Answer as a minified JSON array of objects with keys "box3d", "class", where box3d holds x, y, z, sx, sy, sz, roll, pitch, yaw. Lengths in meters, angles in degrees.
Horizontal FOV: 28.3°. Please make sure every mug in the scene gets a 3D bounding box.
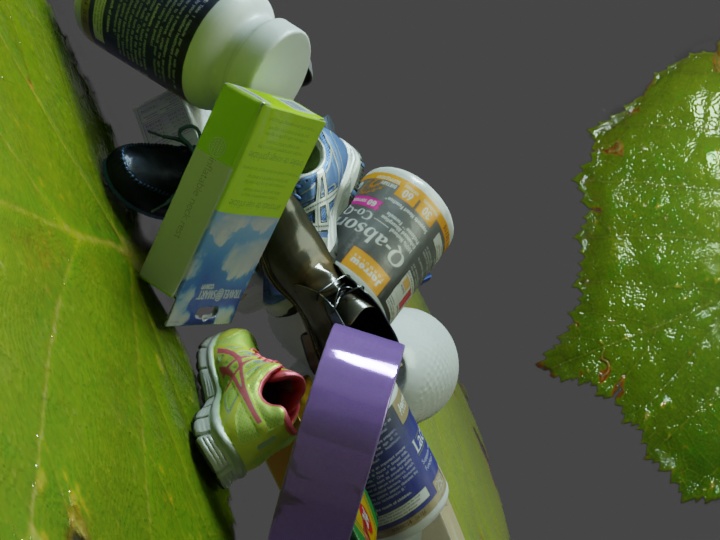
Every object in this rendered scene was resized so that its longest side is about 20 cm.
[{"box3d":[0.030,0.095,1.741,0.175,0.146,0.203,3,76,-76],"class":"mug"}]

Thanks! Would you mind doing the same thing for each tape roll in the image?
[{"box3d":[-0.020,0.149,1.186,0.200,0.065,0.203,16,90,-87],"class":"tape roll"}]

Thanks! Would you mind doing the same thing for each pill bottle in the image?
[{"box3d":[0.004,0.176,1.489,0.116,0.115,0.202,-93,158,-68],"class":"pill bottle"},{"box3d":[0.000,0.000,1.439,0.201,0.115,0.117,-52,129,-30],"class":"pill bottle"},{"box3d":[-0.149,-0.215,1.274,0.199,0.116,0.116,33,-4,21],"class":"pill bottle"}]

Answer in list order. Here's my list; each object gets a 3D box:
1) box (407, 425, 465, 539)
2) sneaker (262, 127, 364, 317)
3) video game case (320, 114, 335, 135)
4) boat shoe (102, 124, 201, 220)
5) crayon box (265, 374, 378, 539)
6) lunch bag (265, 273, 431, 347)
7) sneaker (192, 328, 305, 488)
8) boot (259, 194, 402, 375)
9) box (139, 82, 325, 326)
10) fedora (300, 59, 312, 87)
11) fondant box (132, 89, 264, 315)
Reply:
[{"box3d":[0.065,0.289,1.688,0.095,0.077,0.202,26,41,-76],"class":"box"},{"box3d":[-0.061,-0.050,1.369,0.077,0.075,0.202,43,52,-43],"class":"sneaker"},{"box3d":[-0.088,-0.095,1.564,0.019,0.142,0.201,58,11,-28],"class":"video game case"},{"box3d":[-0.143,-0.091,1.271,0.199,0.068,0.085,-2,67,-56],"class":"boat shoe"},{"box3d":[-0.046,0.186,1.364,0.127,0.050,0.202,-78,143,-76],"class":"crayon box"},{"box3d":[-0.024,0.006,1.580,0.199,0.135,0.134,-27,91,-46],"class":"lunch bag"},{"box3d":[-0.086,0.105,1.202,0.079,0.089,0.201,60,9,-27],"class":"sneaker"},{"box3d":[-0.025,0.010,1.283,0.096,0.074,0.202,-1,-61,51],"class":"boot"},{"box3d":[-0.111,-0.052,1.210,0.047,0.202,0.122,30,11,21],"class":"box"},{"box3d":[-0.151,-0.232,1.630,0.199,0.175,0.091,32,74,-45],"class":"fedora"},{"box3d":[-0.146,-0.067,1.417,0.202,0.058,0.144,67,9,15],"class":"fondant box"}]
